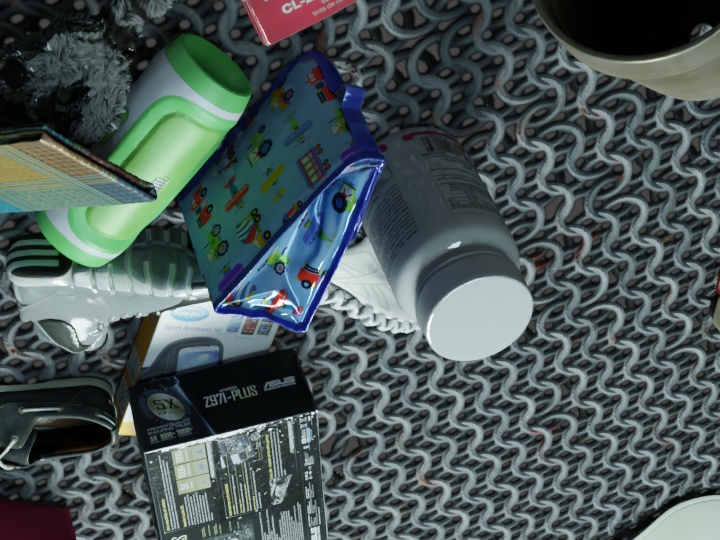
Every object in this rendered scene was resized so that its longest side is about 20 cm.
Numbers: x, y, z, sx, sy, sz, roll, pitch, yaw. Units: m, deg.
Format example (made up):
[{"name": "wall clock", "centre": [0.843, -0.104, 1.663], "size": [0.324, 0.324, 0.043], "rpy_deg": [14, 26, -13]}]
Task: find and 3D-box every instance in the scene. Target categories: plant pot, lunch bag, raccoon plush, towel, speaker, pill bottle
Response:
[{"name": "plant pot", "centre": [0.260, -0.226, 1.360], "size": [0.200, 0.200, 0.173], "rpy_deg": [-36, 149, 12]}, {"name": "lunch bag", "centre": [-0.057, -0.077, 1.376], "size": [0.094, 0.151, 0.200], "rpy_deg": [14, 124, -32]}, {"name": "raccoon plush", "centre": [-0.233, -0.163, 1.303], "size": [0.200, 0.134, 0.097], "rpy_deg": [-41, 124, -29]}, {"name": "towel", "centre": [-0.276, -0.076, 1.283], "size": [0.199, 0.022, 0.147], "rpy_deg": [-3, 163, 29]}, {"name": "speaker", "centre": [-0.178, -0.096, 1.358], "size": [0.088, 0.089, 0.200], "rpy_deg": [27, 116, -37]}, {"name": "pill bottle", "centre": [0.070, -0.023, 1.439], "size": [0.113, 0.200, 0.114], "rpy_deg": [-11, 133, -12]}]

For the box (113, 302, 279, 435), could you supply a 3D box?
[{"name": "box", "centre": [-0.149, 0.074, 1.553], "size": [0.119, 0.042, 0.200], "rpy_deg": [5, 130, -25]}]

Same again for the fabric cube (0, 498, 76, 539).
[{"name": "fabric cube", "centre": [-0.391, 0.346, 1.591], "size": [0.199, 0.196, 0.200], "rpy_deg": [14, 123, -33]}]

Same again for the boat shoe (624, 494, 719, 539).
[{"name": "boat shoe", "centre": [0.361, 0.324, 1.977], "size": [0.200, 0.073, 0.062], "rpy_deg": [-30, 178, -3]}]

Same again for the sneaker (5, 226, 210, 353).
[{"name": "sneaker", "centre": [-0.206, 0.024, 1.458], "size": [0.199, 0.075, 0.116], "rpy_deg": [4, 135, -3]}]

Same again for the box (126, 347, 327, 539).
[{"name": "box", "centre": [-0.123, 0.186, 1.578], "size": [0.163, 0.086, 0.200], "rpy_deg": [-14, 135, -10]}]

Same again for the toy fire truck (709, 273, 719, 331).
[{"name": "toy fire truck", "centre": [0.469, -0.004, 1.682], "size": [0.175, 0.129, 0.201], "rpy_deg": [-1, 119, -20]}]

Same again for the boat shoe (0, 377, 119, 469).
[{"name": "boat shoe", "centre": [-0.322, 0.148, 1.532], "size": [0.199, 0.068, 0.072], "rpy_deg": [-8, 134, -13]}]

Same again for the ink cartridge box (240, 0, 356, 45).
[{"name": "ink cartridge box", "centre": [-0.086, -0.285, 1.180], "size": [0.083, 0.146, 0.200], "rpy_deg": [-26, 135, 0]}]

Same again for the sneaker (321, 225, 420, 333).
[{"name": "sneaker", "centre": [0.000, 0.000, 1.528], "size": [0.200, 0.075, 0.081], "rpy_deg": [19, 110, -36]}]
